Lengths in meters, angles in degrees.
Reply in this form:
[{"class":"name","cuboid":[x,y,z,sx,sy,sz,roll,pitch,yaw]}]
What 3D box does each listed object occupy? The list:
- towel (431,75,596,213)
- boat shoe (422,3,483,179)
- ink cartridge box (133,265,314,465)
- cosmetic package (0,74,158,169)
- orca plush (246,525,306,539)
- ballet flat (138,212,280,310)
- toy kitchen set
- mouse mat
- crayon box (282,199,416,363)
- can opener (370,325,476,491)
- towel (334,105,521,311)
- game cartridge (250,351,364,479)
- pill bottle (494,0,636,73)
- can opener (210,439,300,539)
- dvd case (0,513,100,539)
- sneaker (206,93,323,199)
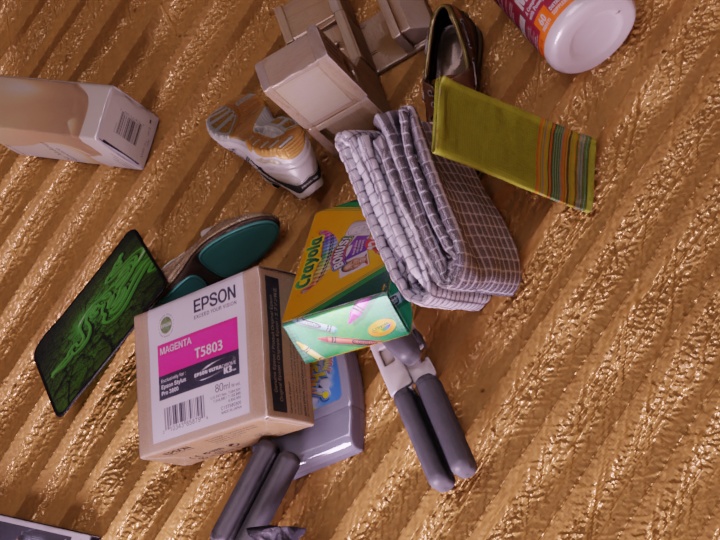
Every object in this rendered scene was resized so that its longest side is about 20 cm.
[{"class":"towel","cuboid":[0.155,-0.124,1.532,0.018,0.199,0.086,-29,51,50]},{"class":"boat shoe","cuboid":[0.094,-0.187,1.657,0.072,0.068,0.201,-12,68,21]},{"class":"ink cartridge box","cuboid":[-0.147,0.103,1.632,0.200,0.075,0.165,-22,65,37]},{"class":"cosmetic package","cuboid":[-0.357,-0.180,1.875,0.199,0.105,0.071,8,76,32]},{"class":"orca plush","cuboid":[-0.093,0.356,1.552,0.071,0.105,0.201,-13,88,65]},{"class":"ballet flat","cuboid":[-0.178,-0.011,1.741,0.200,0.071,0.065,-37,42,7]},{"class":"toy kitchen set","cuboid":[-0.022,-0.271,1.684,0.163,0.180,0.201,-28,61,15]},{"class":"mouse mat","cuboid":[-0.301,0.057,1.773,0.200,0.008,0.161,-50,33,6]},{"class":"crayon box","cuboid":[0.000,0.000,1.587,0.118,0.058,0.200,-17,31,21]},{"class":"can opener","cuboid":[0.053,0.124,1.554,0.053,0.067,0.200,-34,52,14]},{"class":"towel","cuboid":[0.076,-0.062,1.540,0.085,0.165,0.201,-28,76,24]},{"class":"game cartridge","cuboid":[-0.066,0.115,1.650,0.133,0.040,0.201,-23,63,15]},{"class":"pill bottle","cuboid":[0.191,-0.308,1.626,0.109,0.110,0.200,-40,58,9]},{"class":"can opener","cuboid":[-0.121,0.274,1.599,0.053,0.067,0.201,25,84,23]},{"class":"dvd case","cuboid":[-0.394,0.354,1.742,0.199,0.025,0.151,6,74,29]},{"class":"sneaker","cuboid":[-0.109,-0.134,1.745,0.076,0.088,0.200,-36,34,-9]}]
